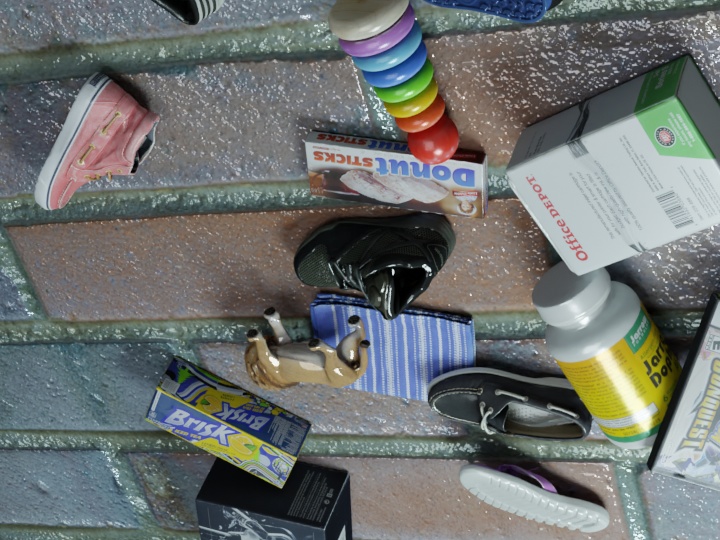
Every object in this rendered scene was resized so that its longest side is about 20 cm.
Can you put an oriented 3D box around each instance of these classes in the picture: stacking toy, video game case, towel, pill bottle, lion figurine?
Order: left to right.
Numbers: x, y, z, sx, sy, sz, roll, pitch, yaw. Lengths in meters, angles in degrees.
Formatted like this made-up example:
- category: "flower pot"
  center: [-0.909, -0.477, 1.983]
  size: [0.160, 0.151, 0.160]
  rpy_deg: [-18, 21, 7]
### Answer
- category: "lion figurine"
  center: [-0.060, 0.105, 1.794]
  size: [0.198, 0.073, 0.123]
  rpy_deg: [12, 141, 31]
- category: "towel"
  center: [0.039, 0.099, 1.812]
  size: [0.197, 0.024, 0.146]
  rpy_deg: [9, 131, 16]
- category: "stacking toy"
  center: [0.042, -0.189, 1.540]
  size: [0.084, 0.086, 0.201]
  rpy_deg: [-7, 130, 27]
- category: "pill bottle"
  center: [0.267, 0.084, 1.644]
  size: [0.112, 0.113, 0.201]
  rpy_deg: [-19, 118, 34]
- category: "video game case"
  center: [0.418, 0.142, 1.608]
  size: [0.178, 0.026, 0.202]
  rpy_deg: [16, 105, -6]

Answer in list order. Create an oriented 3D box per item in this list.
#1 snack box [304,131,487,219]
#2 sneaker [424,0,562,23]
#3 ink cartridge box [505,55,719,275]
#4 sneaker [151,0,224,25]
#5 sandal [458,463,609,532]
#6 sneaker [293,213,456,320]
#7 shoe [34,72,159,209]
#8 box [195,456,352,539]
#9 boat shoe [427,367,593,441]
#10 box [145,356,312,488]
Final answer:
- category: "snack box"
  center: [0.039, -0.102, 1.643]
  size: [0.197, 0.024, 0.073]
  rpy_deg: [9, 129, 16]
- category: "sneaker"
  center: [0.112, -0.288, 1.436]
  size: [0.199, 0.078, 0.071]
  rpy_deg: [26, 140, 31]
- category: "ink cartridge box"
  center: [0.265, -0.100, 1.511]
  size: [0.198, 0.084, 0.146]
  rpy_deg: [-21, 117, 35]
- category: "sneaker"
  center: [-0.165, -0.329, 1.477]
  size: [0.075, 0.116, 0.202]
  rpy_deg: [5, 129, 19]
- category: "sandal"
  center: [0.210, 0.267, 1.868]
  size: [0.201, 0.050, 0.082]
  rpy_deg: [23, 149, -15]
- category: "sneaker"
  center: [0.000, 0.000, 1.686]
  size: [0.197, 0.115, 0.077]
  rpy_deg: [-5, 124, 28]
- category: "shoe"
  center: [-0.297, -0.124, 1.732]
  size: [0.090, 0.072, 0.201]
  rpy_deg: [34, 128, 0]
- category: "box"
  center: [-0.110, 0.353, 2.030]
  size: [0.180, 0.105, 0.202]
  rpy_deg: [10, 131, 16]
- category: "boat shoe"
  center: [0.171, 0.161, 1.771]
  size: [0.197, 0.061, 0.075]
  rpy_deg: [6, 133, 10]
- category: "box"
  center: [-0.168, 0.192, 1.948]
  size: [0.198, 0.065, 0.070]
  rpy_deg: [27, 133, 0]
